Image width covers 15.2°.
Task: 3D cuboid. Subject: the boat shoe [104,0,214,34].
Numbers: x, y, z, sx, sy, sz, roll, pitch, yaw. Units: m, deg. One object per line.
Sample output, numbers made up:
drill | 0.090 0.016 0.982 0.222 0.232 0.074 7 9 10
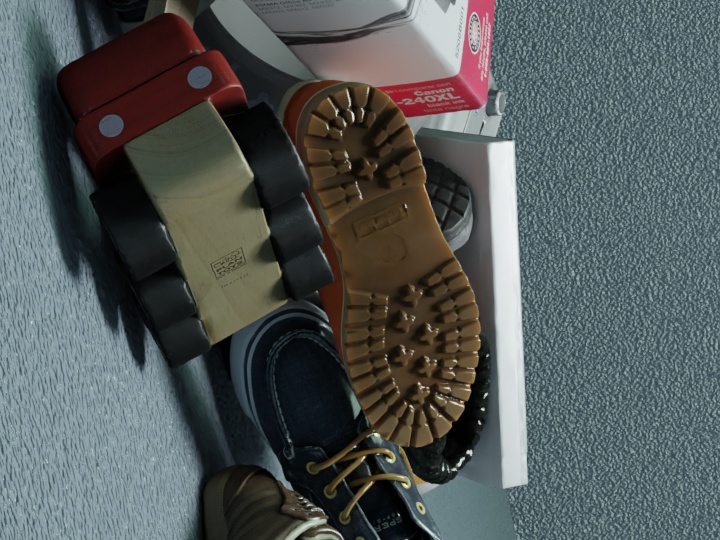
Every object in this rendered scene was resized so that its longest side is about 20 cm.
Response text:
boat shoe | -0.082 -0.208 1.498 0.200 0.075 0.062 -49 127 -32

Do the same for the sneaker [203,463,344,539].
sneaker | -0.041 0.150 1.392 0.200 0.075 0.071 -83 159 -72

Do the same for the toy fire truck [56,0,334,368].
toy fire truck | -0.092 -0.083 1.330 0.200 0.128 0.176 58 -7 22

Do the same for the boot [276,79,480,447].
boot | 0.005 -0.008 1.426 0.107 0.075 0.201 -150 -135 -68

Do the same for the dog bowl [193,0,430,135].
dog bowl | -0.026 -0.153 1.566 0.059 0.199 0.201 116 -29 -52

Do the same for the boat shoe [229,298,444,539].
boat shoe | -0.002 0.107 1.449 0.091 0.071 0.201 42 -19 57

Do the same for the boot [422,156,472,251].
boot | 0.000 0.000 1.601 0.070 0.199 0.132 -43 126 -35

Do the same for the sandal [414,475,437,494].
sandal | 0.028 0.128 1.806 0.079 0.059 0.207 -95 -165 -54

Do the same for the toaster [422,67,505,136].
toaster | -0.008 -0.079 1.754 0.114 0.199 0.130 67 29 -54

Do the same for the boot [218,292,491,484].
boot | -0.010 0.022 1.508 0.080 0.157 0.211 -52 148 -22

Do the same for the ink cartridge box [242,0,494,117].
ink cartridge box | 0.002 -0.186 1.420 0.200 0.083 0.146 43 48 -60

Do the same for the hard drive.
hard drive | 0.053 0.019 1.598 0.132 0.026 0.201 13 -72 61
